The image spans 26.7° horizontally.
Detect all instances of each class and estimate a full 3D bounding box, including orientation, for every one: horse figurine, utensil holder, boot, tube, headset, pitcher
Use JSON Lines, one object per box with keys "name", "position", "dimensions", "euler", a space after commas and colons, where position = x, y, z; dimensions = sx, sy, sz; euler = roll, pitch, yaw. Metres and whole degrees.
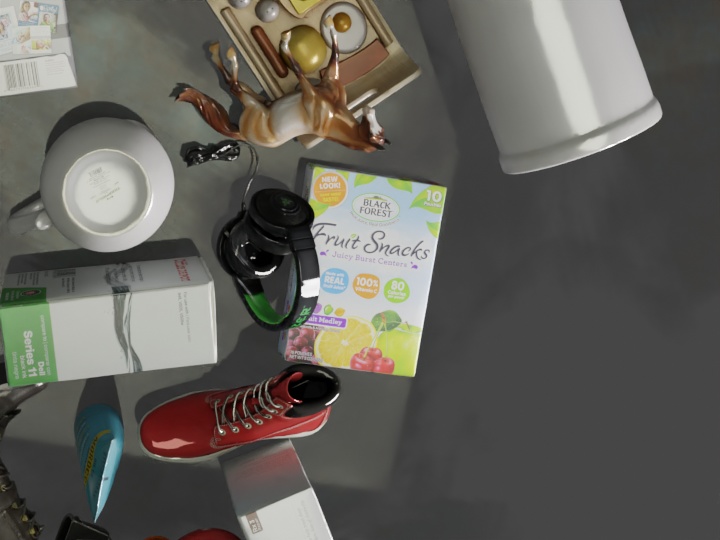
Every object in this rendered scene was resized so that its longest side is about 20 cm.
{"name": "horse figurine", "position": [-0.076, -0.166, 1.465], "dimensions": [0.199, 0.050, 0.133], "euler": [-9, 116, 25]}
{"name": "utensil holder", "position": [0.186, -0.218, 1.498], "dimensions": [0.169, 0.170, 0.201], "euler": [-23, 101, -6]}
{"name": "boot", "position": [-0.366, 0.198, 1.519], "dimensions": [0.199, 0.069, 0.175], "euler": [-28, 109, -1]}
{"name": "tube", "position": [-0.249, 0.176, 1.461], "dimensions": [0.050, 0.200, 0.078], "euler": [7, 97, -13]}
{"name": "headset", "position": [-0.107, -0.036, 1.498], "dimensions": [0.094, 0.123, 0.201], "euler": [-8, 71, -35]}
{"name": "boot", "position": [-0.122, 0.136, 1.502], "dimensions": [0.199, 0.144, 0.073], "euler": [-10, 75, -12]}
{"name": "pitcher", "position": [-0.258, -0.071, 1.419], "dimensions": [0.171, 0.200, 0.122], "euler": [-33, 103, -3]}

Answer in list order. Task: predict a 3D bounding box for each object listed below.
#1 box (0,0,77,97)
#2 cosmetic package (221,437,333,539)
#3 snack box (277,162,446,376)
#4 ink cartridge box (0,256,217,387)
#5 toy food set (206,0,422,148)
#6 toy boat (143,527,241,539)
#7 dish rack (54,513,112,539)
{"name": "box", "position": [-0.362, -0.265, 1.448], "dimensions": [0.155, 0.041, 0.201], "euler": [-10, 102, -10]}
{"name": "cosmetic package", "position": [-0.078, 0.250, 1.506], "dimensions": [0.081, 0.200, 0.113], "euler": [-22, 103, -7]}
{"name": "snack box", "position": [0.000, 0.000, 1.555], "dimensions": [0.141, 0.053, 0.201], "euler": [8, 97, -13]}
{"name": "ink cartridge box", "position": [-0.243, 0.046, 1.468], "dimensions": [0.199, 0.147, 0.084], "euler": [-6, 102, -9]}
{"name": "toy food set", "position": [-0.050, -0.242, 1.502], "dimensions": [0.143, 0.060, 0.200], "euler": [-34, 104, -3]}
{"name": "toy boat", "position": [-0.192, 0.327, 1.543], "dimensions": [0.130, 0.131, 0.200], "euler": [-2, 137, -41]}
{"name": "dish rack", "position": [-0.267, 0.347, 1.492], "dimensions": [0.054, 0.200, 0.154], "euler": [16, 97, -29]}
